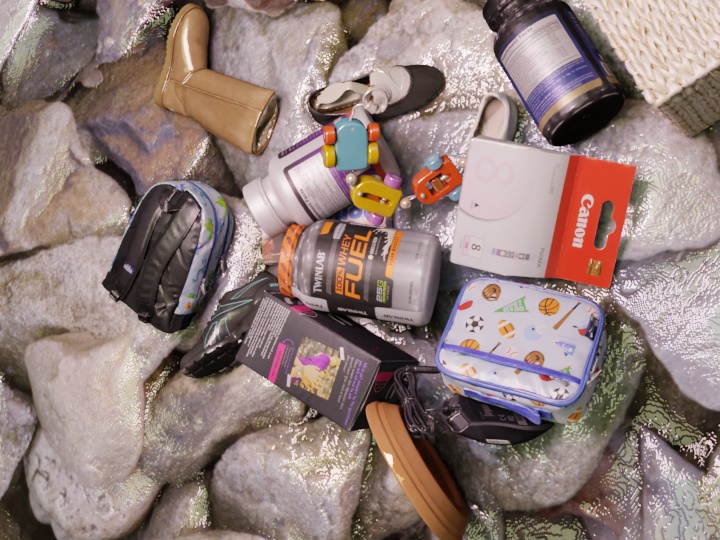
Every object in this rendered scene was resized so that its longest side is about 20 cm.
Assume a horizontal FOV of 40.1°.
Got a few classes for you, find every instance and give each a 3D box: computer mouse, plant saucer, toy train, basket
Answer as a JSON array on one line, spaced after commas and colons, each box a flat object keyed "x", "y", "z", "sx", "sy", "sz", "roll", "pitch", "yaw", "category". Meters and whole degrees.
[{"x": 0.134, "y": 0.172, "z": 1.242, "sx": 0.141, "sy": 0.198, "sz": 0.046, "roll": -117, "pitch": 33, "yaw": -55, "category": "computer mouse"}, {"x": 0.075, "y": 0.242, "z": 1.212, "sx": 0.037, "sy": 0.200, "sz": 0.201, "roll": -34, "pitch": 71, "yaw": 5, "category": "plant saucer"}, {"x": 0.038, "y": -0.145, "z": 1.255, "sx": 0.150, "sy": 0.200, "sz": 0.056, "roll": -39, "pitch": 31, "yaw": 10, "category": "toy train"}, {"x": 0.377, "y": -0.284, "z": 1.130, "sx": 0.160, "sy": 0.200, "sz": 0.199, "roll": -35, "pitch": 70, "yaw": 24, "category": "basket"}]

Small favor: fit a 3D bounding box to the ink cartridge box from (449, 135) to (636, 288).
[{"x": 0.220, "y": -0.069, "z": 1.215, "sx": 0.199, "sy": 0.057, "sz": 0.164, "roll": 15, "pitch": 108, "yaw": 20, "category": "ink cartridge box"}]

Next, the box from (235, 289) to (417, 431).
[{"x": -0.046, "y": 0.118, "z": 1.321, "sx": 0.199, "sy": 0.122, "sz": 0.107, "roll": 29, "pitch": 100, "yaw": 25, "category": "box"}]

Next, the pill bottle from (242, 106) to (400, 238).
[{"x": -0.055, "y": -0.127, "z": 1.344, "sx": 0.199, "sy": 0.111, "sz": 0.112, "roll": -29, "pitch": 72, "yaw": 9, "category": "pill bottle"}]

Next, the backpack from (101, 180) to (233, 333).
[{"x": -0.273, "y": -0.037, "z": 1.450, "sx": 0.163, "sy": 0.153, "sz": 0.201, "roll": 30, "pitch": 119, "yaw": 27, "category": "backpack"}]

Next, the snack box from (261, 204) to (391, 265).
[{"x": -0.050, "y": -0.055, "z": 1.398, "sx": 0.199, "sy": 0.024, "sz": 0.072, "roll": -7, "pitch": 79, "yaw": 25, "category": "snack box"}]

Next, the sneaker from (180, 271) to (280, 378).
[{"x": -0.184, "y": 0.081, "z": 1.431, "sx": 0.200, "sy": 0.075, "sz": 0.080, "roll": -37, "pitch": 57, "yaw": 10, "category": "sneaker"}]

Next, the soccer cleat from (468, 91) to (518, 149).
[{"x": 0.164, "y": -0.132, "z": 1.275, "sx": 0.069, "sy": 0.077, "sz": 0.202, "roll": 5, "pitch": 86, "yaw": 26, "category": "soccer cleat"}]

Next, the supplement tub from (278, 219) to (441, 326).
[{"x": 0.000, "y": 0.000, "z": 1.292, "sx": 0.198, "sy": 0.123, "sz": 0.124, "roll": 7, "pitch": 87, "yaw": 12, "category": "supplement tub"}]

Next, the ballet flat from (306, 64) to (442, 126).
[{"x": 0.013, "y": -0.243, "z": 1.364, "sx": 0.199, "sy": 0.068, "sz": 0.069, "roll": -14, "pitch": 74, "yaw": 23, "category": "ballet flat"}]

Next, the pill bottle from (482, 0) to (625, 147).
[{"x": 0.236, "y": -0.266, "z": 1.238, "sx": 0.112, "sy": 0.112, "sz": 0.201, "roll": -33, "pitch": 71, "yaw": 19, "category": "pill bottle"}]

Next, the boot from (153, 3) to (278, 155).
[{"x": -0.204, "y": -0.288, "z": 1.481, "sx": 0.199, "sy": 0.066, "sz": 0.176, "roll": 25, "pitch": 107, "yaw": 26, "category": "boot"}]

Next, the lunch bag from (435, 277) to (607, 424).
[{"x": 0.199, "y": 0.099, "z": 1.200, "sx": 0.199, "sy": 0.076, "sz": 0.161, "roll": 13, "pitch": 60, "yaw": 25, "category": "lunch bag"}]
